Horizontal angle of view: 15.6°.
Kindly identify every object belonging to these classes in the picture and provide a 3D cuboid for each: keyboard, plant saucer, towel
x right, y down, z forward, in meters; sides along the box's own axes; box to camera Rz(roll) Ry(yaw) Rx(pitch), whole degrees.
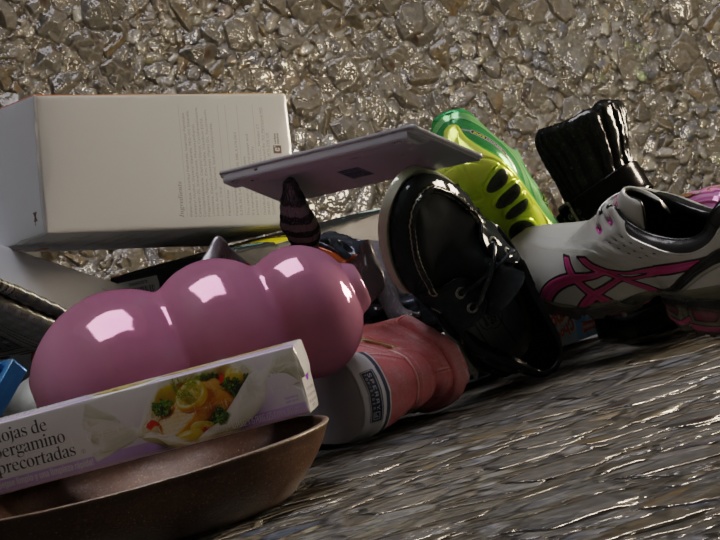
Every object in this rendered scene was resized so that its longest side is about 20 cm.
[{"bbox_3d":[-0.009,-0.063,1.601,0.056,0.011,0.199,15,-15,-35],"label":"keyboard"},{"bbox_3d":[-0.109,0.118,1.357,0.199,0.037,0.200,-14,2,1],"label":"plant saucer"},{"bbox_3d":[-0.298,0.022,1.679,0.192,0.035,0.199,-5,-23,44],"label":"towel"}]

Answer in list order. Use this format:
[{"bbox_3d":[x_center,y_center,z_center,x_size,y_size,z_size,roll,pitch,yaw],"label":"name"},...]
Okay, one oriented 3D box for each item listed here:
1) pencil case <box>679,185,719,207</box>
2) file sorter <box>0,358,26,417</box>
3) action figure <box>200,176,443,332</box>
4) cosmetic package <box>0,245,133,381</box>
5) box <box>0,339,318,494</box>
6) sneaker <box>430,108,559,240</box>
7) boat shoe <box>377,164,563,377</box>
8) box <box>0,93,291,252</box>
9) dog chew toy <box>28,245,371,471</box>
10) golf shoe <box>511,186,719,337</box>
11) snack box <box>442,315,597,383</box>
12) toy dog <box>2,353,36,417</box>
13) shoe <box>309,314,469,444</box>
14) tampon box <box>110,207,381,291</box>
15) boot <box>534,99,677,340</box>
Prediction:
[{"bbox_3d":[0.231,-0.018,1.944,0.086,0.083,0.199,-9,-1,-40],"label":"pencil case"},{"bbox_3d":[-0.332,0.093,1.628,0.199,0.123,0.139,-13,42,50],"label":"file sorter"},{"bbox_3d":[0.000,0.000,1.697,0.199,0.105,0.193,-11,-8,10],"label":"action figure"},{"bbox_3d":[-0.255,0.051,1.850,0.199,0.052,0.151,18,-41,-17],"label":"cosmetic package"},{"bbox_3d":[-0.122,0.081,1.413,0.199,0.039,0.041,-15,1,7],"label":"box"},{"bbox_3d":[0.095,-0.042,1.735,0.074,0.084,0.200,-18,-33,8],"label":"sneaker"},{"bbox_3d":[0.073,0.008,1.589,0.066,0.200,0.075,21,64,34],"label":"boat shoe"},{"bbox_3d":[-0.163,-0.068,1.861,0.199,0.098,0.124,-3,-5,-32],"label":"box"},{"bbox_3d":[-0.087,0.051,1.514,0.199,0.125,0.125,-25,3,-4],"label":"dog chew toy"},{"bbox_3d":[0.168,-0.018,1.618,0.199,0.093,0.073,5,36,42],"label":"golf shoe"},{"bbox_3d":[0.068,0.054,1.803,0.116,0.037,0.199,-13,3,39],"label":"snack box"},{"bbox_3d":[-0.251,0.104,1.755,0.199,0.097,0.132,-14,-19,-48],"label":"toy dog"},{"bbox_3d":[-0.023,0.071,1.631,0.091,0.072,0.199,-15,7,-38],"label":"shoe"},{"bbox_3d":[-0.051,0.035,1.915,0.199,0.127,0.149,-16,3,-42],"label":"tampon box"},{"bbox_3d":[0.183,-0.038,1.742,0.079,0.159,0.211,-15,2,-18],"label":"boot"}]
